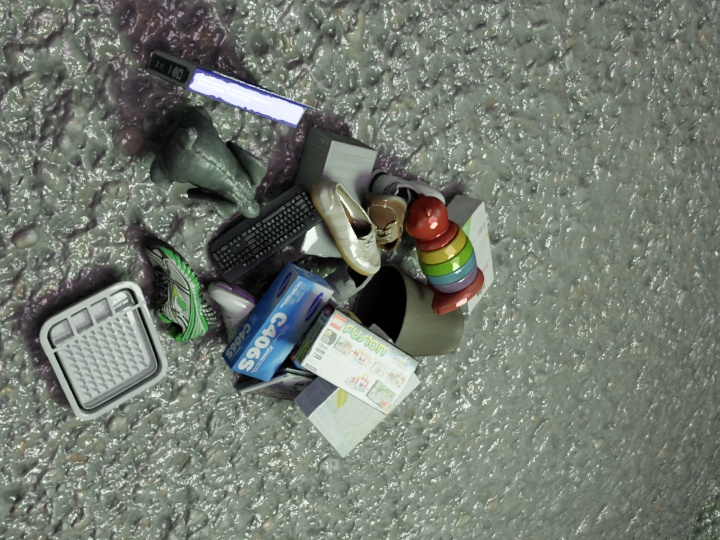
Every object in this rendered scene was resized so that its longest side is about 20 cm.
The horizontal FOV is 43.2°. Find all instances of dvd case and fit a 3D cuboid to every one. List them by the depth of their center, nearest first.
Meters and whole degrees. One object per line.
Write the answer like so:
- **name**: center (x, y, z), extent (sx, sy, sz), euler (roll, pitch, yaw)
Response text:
- **dvd case**: center (-0.106, 0.216, 1.668), extent (0.198, 0.147, 0.016), euler (19, 61, -41)

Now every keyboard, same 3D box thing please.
- **keyboard**: center (-0.145, -0.041, 1.519), extent (0.198, 0.021, 0.128), euler (-34, 105, 5)

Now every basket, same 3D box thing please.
- **basket**: center (0.101, 0.098, 1.773), extent (0.198, 0.134, 0.185), euler (16, 88, -45)

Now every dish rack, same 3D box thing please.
- **dish rack**: center (-0.408, 0.121, 1.444), extent (0.170, 0.043, 0.203), euler (-30, 126, -25)

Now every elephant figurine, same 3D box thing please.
- **elephant figurine**: center (-0.207, -0.144, 1.384), extent (0.199, 0.157, 0.141), euler (39, 122, -21)

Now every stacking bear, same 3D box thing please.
- **stacking bear**: center (0.143, -0.044, 1.653), extent (0.112, 0.122, 0.202), euler (-22, 122, 10)

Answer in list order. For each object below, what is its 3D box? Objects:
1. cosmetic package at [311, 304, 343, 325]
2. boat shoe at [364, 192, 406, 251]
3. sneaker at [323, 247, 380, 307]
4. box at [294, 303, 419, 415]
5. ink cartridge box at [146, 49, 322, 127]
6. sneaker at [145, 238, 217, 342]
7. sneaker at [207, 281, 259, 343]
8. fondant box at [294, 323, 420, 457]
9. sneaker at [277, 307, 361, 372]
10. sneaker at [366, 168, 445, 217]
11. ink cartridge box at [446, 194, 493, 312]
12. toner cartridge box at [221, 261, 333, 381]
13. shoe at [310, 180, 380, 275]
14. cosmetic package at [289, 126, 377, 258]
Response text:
- **cosmetic package**: center (-0.045, 0.128, 1.703), extent (0.050, 0.082, 0.203), euler (-33, 128, -19)
- **boat shoe**: center (0.046, -0.083, 1.608), extent (0.200, 0.074, 0.074), euler (53, 44, -72)
- **sneaker**: center (0.000, 0.000, 1.630), extent (0.075, 0.081, 0.201), euler (54, 36, -13)
- **box**: center (-0.004, 0.152, 1.536), extent (0.198, 0.035, 0.111), euler (34, 90, -28)
- **ink cartridge box**: center (-0.186, -0.262, 1.330), extent (0.195, 0.199, 0.044), euler (13, 101, -40)
- **sneaker**: center (-0.300, 0.037, 1.465), extent (0.084, 0.078, 0.203), euler (-33, 128, -20)
- **sneaker**: center (-0.202, 0.095, 1.569), extent (0.100, 0.074, 0.200), euler (-51, 132, -7)
- **fondant box**: center (-0.004, 0.216, 1.625), extent (0.200, 0.058, 0.145), euler (-43, 133, -8)
- **sneaker**: center (-0.073, 0.134, 1.596), extent (0.075, 0.199, 0.091), euler (45, 49, -14)
- **sneaker**: center (0.097, -0.129, 1.694), extent (0.197, 0.080, 0.078), euler (8, 103, -45)
- **ink cartridge box**: center (0.204, -0.031, 1.806), extent (0.117, 0.066, 0.203), euler (-47, 138, -36)
- **toner cartridge box**: center (-0.140, 0.089, 1.539), extent (0.094, 0.043, 0.201), euler (24, 106, -47)
- **shoe**: center (-0.014, -0.069, 1.521), extent (0.201, 0.052, 0.071), euler (55, 41, -32)
- **cosmetic package**: center (-0.056, -0.131, 1.572), extent (0.105, 0.090, 0.204), euler (8, 108, -38)
